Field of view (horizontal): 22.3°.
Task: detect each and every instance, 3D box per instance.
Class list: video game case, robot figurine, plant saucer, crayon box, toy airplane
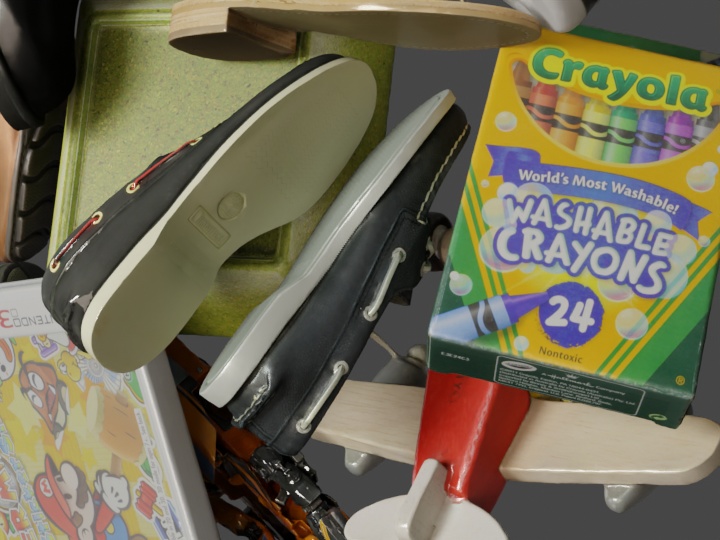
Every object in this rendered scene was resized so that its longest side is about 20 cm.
[{"bbox_3d":[-0.159,0.102,1.016,0.181,0.023,0.202,-6,104,43],"label":"video game case"},{"bbox_3d":[-0.069,0.119,1.043,0.058,0.145,0.200,-40,75,-17],"label":"robot figurine"},{"bbox_3d":[-0.086,-0.067,0.993,0.198,0.048,0.202,2,81,22],"label":"plant saucer"},{"bbox_3d":[0.114,-0.038,0.881,0.125,0.052,0.202,13,69,6],"label":"crayon box"},{"bbox_3d":[0.074,0.079,0.958,0.199,0.141,0.201,-42,53,14],"label":"toy airplane"}]

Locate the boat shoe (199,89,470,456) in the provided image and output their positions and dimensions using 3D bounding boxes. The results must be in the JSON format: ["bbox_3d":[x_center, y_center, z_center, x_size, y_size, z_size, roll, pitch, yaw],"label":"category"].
[{"bbox_3d":[0.000,0.000,0.913,0.060,0.076,0.201,39,80,-9],"label":"boat shoe"}]

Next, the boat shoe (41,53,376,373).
[{"bbox_3d":[-0.075,-0.040,0.909,0.201,0.074,0.063,-45,49,-10],"label":"boat shoe"}]

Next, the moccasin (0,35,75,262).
[{"bbox_3d":[-0.208,-0.106,1.061,0.077,0.074,0.203,4,105,23],"label":"moccasin"}]

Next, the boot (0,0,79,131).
[{"bbox_3d":[-0.134,-0.188,0.968,0.156,0.079,0.213,-7,88,8],"label":"boot"}]

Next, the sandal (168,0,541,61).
[{"bbox_3d":[-0.007,-0.148,0.898,0.210,0.077,0.070,1,82,35],"label":"sandal"}]

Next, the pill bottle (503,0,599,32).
[{"bbox_3d":[0.118,-0.220,0.841,0.114,0.114,0.200,41,90,7],"label":"pill bottle"}]

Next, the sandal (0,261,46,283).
[{"bbox_3d":[-0.189,0.095,1.111,0.057,0.080,0.203,-19,87,24],"label":"sandal"}]
